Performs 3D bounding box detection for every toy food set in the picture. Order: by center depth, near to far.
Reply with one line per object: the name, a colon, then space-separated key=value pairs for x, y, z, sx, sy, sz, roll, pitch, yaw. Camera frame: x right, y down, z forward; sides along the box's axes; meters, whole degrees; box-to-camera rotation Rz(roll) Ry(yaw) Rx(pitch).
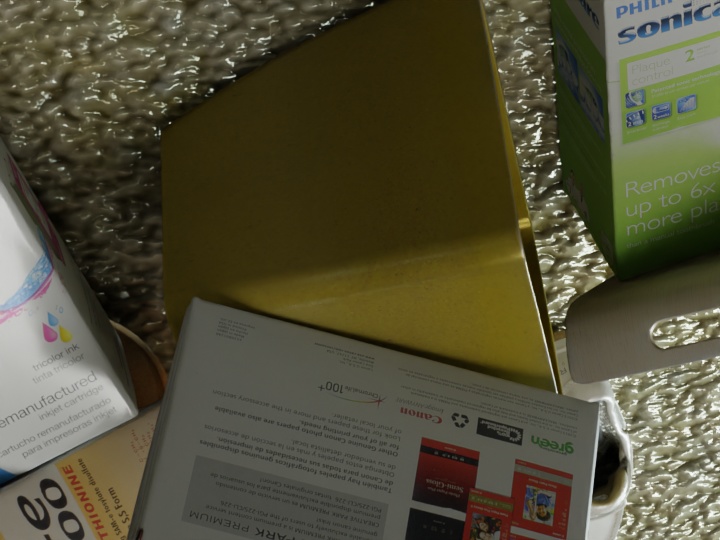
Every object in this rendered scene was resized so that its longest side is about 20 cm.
toy food set: x=0.211 y=0.015 z=1.240 sx=0.143 sy=0.061 sz=0.200 roll=-15 pitch=-175 yaw=27

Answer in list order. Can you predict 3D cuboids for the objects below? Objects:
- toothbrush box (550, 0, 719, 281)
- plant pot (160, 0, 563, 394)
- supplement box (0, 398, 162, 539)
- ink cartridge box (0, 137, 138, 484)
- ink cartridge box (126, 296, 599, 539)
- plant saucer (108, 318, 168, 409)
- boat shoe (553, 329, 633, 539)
toothbrush box: x=0.182 y=-0.109 z=1.190 sx=0.145 sy=0.086 sz=0.200 roll=-17 pitch=134 yaw=-9
plant pot: x=0.000 y=0.000 z=1.148 sx=0.176 sy=0.200 sz=0.200 roll=-12 pitch=136 yaw=6
supplement box: x=-0.140 y=0.156 z=1.150 sx=0.200 sy=0.126 sz=0.073 roll=-30 pitch=-177 yaw=-43
ink cartridge box: x=-0.217 y=0.009 z=1.093 sx=0.144 sy=0.085 sz=0.200 roll=-27 pitch=120 yaw=1
ink cartridge box: x=-0.004 y=0.125 z=1.024 sx=0.200 sy=0.176 sz=0.084 roll=15 pitch=140 yaw=-5
plant saucer: x=-0.203 y=0.081 z=1.235 sx=0.200 sy=0.035 sz=0.200 roll=-12 pitch=135 yaw=-12
boat shoe: x=0.135 y=0.125 z=1.401 sx=0.071 sy=0.069 sz=0.200 roll=-21 pitch=137 yaw=-6
